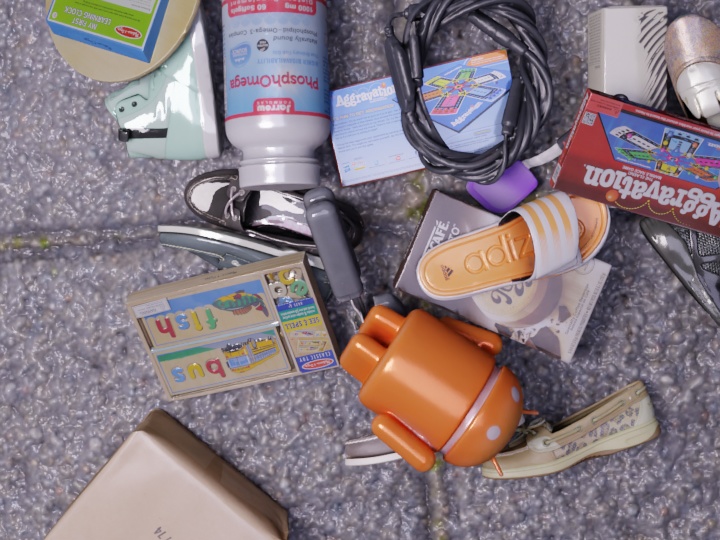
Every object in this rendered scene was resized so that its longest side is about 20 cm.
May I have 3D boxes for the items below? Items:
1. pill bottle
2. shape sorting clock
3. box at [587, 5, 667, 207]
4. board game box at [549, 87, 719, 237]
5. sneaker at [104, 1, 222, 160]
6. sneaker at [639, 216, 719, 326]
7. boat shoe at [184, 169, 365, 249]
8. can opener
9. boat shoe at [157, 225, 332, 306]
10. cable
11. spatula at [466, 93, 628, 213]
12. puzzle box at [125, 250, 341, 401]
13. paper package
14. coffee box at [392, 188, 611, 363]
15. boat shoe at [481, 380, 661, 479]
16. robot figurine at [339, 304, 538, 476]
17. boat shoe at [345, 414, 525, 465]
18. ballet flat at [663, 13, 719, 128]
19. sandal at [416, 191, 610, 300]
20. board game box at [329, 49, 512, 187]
[{"bbox_3d":[-0.085,-0.185,1.170,0.108,0.109,0.202,-2,89,2],"label":"pill bottle"},{"bbox_3d":[-0.241,-0.291,1.179,0.199,0.039,0.202,-4,80,25],"label":"shape sorting clock"},{"bbox_3d":[0.274,-0.168,1.190,0.068,0.082,0.202,-2,98,0],"label":"box"},{"bbox_3d":[0.296,-0.101,1.130,0.199,0.019,0.104,15,115,-10],"label":"board game box"},{"bbox_3d":[-0.213,-0.212,1.197,0.117,0.074,0.202,-6,98,0],"label":"sneaker"},{"bbox_3d":[0.395,-0.003,1.209,0.114,0.076,0.200,-37,89,12],"label":"sneaker"},{"bbox_3d":[-0.092,-0.065,1.222,0.199,0.057,0.067,13,97,0],"label":"boat shoe"},{"bbox_3d":[0.000,0.000,1.188,0.066,0.053,0.201,-16,127,4],"label":"can opener"},{"bbox_3d":[-0.122,-0.004,1.223,0.199,0.073,0.062,14,94,-6],"label":"boat shoe"},{"bbox_3d":[0.116,-0.188,1.179,0.162,0.051,0.201,-16,94,-2],"label":"cable"},{"bbox_3d":[0.195,-0.121,1.184,0.056,0.021,0.200,41,131,-17],"label":"spatula"},{"bbox_3d":[-0.132,0.063,1.218,0.199,0.025,0.134,-13,118,11],"label":"puzzle box"},{"bbox_3d":[-0.210,0.284,1.244,0.200,0.103,0.191,40,96,-4],"label":"paper package"},{"bbox_3d":[0.145,0.004,1.212,0.199,0.080,0.114,22,95,-2],"label":"coffee box"},{"bbox_3d":[0.220,0.175,1.241,0.199,0.073,0.063,-16,91,-8],"label":"boat shoe"},{"bbox_3d":[0.079,0.116,1.155,0.199,0.144,0.117,34,112,3],"label":"robot figurine"},{"bbox_3d":[0.074,0.161,1.240,0.199,0.072,0.060,-15,90,-1],"label":"boat shoe"},{"bbox_3d":[0.352,-0.162,1.148,0.068,0.068,0.200,-16,131,24],"label":"ballet flat"},{"bbox_3d":[0.157,-0.021,1.138,0.205,0.059,0.080,-22,87,-4],"label":"sandal"},{"bbox_3d":[0.066,-0.160,1.219,0.198,0.019,0.104,-13,98,3],"label":"board game box"}]
